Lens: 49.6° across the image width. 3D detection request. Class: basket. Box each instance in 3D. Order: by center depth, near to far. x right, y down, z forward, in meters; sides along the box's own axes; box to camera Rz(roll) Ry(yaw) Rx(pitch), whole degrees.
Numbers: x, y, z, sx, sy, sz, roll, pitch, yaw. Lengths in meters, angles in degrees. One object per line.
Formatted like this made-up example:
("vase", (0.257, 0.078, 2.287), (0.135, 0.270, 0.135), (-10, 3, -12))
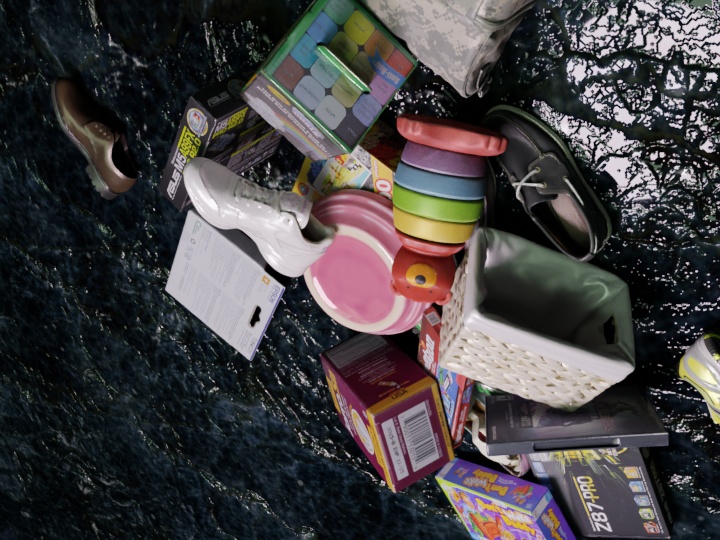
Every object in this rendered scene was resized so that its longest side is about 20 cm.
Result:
("basket", (0.195, 0.062, 0.896), (0.196, 0.138, 0.124), (19, 139, -7))

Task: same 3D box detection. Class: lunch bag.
("lunch bag", (0.075, -0.291, 0.782), (0.199, 0.139, 0.169), (37, 133, 10))

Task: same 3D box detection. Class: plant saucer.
("plant saucer", (0.000, 0.000, 0.984), (0.197, 0.051, 0.204), (17, 127, 23))

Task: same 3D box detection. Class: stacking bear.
("stacking bear", (0.083, -0.062, 0.869), (0.118, 0.114, 0.205), (11, 105, 2))

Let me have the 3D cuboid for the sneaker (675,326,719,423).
("sneaker", (0.441, 0.155, 0.871), (0.201, 0.075, 0.077), (51, 143, 10))

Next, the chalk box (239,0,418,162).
("chalk box", (-0.032, -0.205, 0.819), (0.124, 0.125, 0.199), (40, 171, -16))

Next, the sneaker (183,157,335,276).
("sneaker", (-0.113, -0.077, 0.910), (0.199, 0.076, 0.099), (36, 132, -30))

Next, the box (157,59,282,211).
("box", (-0.154, -0.180, 0.979), (0.044, 0.200, 0.161), (41, 135, 6))

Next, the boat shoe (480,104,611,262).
("boat shoe", (0.203, -0.099, 0.870), (0.201, 0.067, 0.072), (52, 135, 1))

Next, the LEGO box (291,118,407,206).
("LEGO box", (-0.008, -0.094, 1.016), (0.148, 0.077, 0.202), (37, 133, 9))

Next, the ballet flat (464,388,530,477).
("ballet flat", (0.166, 0.211, 1.097), (0.199, 0.071, 0.069), (43, 129, 5))

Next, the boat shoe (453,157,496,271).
("boat shoe", (0.130, -0.070, 0.947), (0.066, 0.057, 0.204), (3, 120, 34))

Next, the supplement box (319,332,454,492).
("supplement box", (0.034, 0.187, 1.093), (0.200, 0.101, 0.133), (38, 149, 61))

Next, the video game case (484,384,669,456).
("video game case", (0.246, 0.175, 0.920), (0.195, 0.143, 0.019), (-7, 102, 10))

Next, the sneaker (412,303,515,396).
("sneaker", (0.142, 0.089, 1.012), (0.198, 0.078, 0.086), (35, 158, 11))

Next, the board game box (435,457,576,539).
("board game box", (0.212, 0.353, 1.126), (0.198, 0.045, 0.136), (1, 127, 57))

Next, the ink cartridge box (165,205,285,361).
("ink cartridge box", (-0.217, 0.021, 1.269), (0.198, 0.043, 0.198), (37, 132, 7))

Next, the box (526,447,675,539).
("box", (0.312, 0.264, 1.041), (0.158, 0.049, 0.203), (-10, 113, 37))

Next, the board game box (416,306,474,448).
("board game box", (0.107, 0.146, 1.019), (0.104, 0.019, 0.202), (58, 161, 33))

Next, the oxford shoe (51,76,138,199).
("oxford shoe", (-0.416, -0.222, 1.242), (0.083, 0.073, 0.203), (-20, 109, 26))
